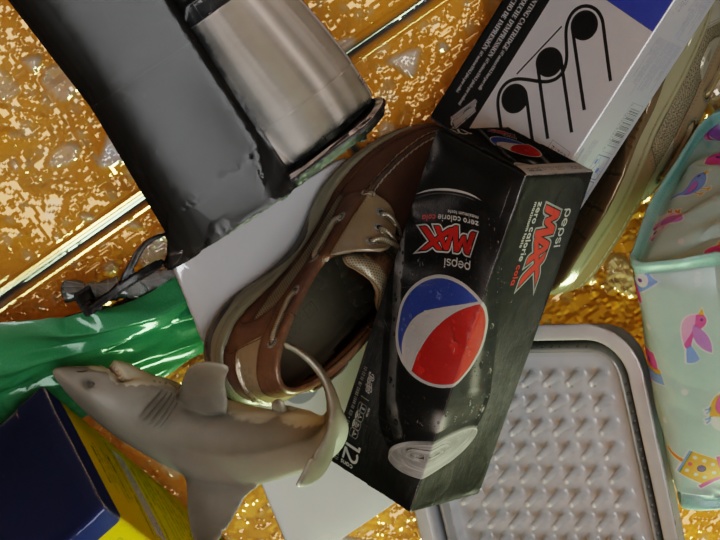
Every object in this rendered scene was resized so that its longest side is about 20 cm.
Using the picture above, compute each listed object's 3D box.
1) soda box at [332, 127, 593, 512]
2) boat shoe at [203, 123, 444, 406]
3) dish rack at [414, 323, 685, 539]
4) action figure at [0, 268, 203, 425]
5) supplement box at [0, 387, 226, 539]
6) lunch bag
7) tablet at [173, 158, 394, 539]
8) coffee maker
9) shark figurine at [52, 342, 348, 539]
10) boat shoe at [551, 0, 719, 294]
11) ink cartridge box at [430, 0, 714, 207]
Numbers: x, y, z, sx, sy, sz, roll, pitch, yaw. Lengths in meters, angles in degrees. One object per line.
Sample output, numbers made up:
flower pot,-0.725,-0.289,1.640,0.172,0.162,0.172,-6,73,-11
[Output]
soda box,0.053,0.026,1.216,0.071,0.063,0.200,-7,120,-52
boat shoe,0.000,0.000,1.246,0.076,0.072,0.200,48,68,-28
dish rack,0.107,0.119,1.288,0.171,0.044,0.200,-3,109,35
action figure,-0.148,0.041,1.258,0.200,0.055,0.118,-23,141,-19
supplement box,-0.140,0.177,1.246,0.109,0.110,0.200,-40,133,3
lunch bag,0.226,0.010,1.250,0.122,0.200,0.171,-2,120,20
tablet,-0.022,0.051,1.289,0.130,0.014,0.200,-31,111,-28
coffee maker,-0.114,-0.112,1.176,0.192,0.135,0.200,-38,100,-19
shark figurine,-0.060,0.101,1.171,0.128,0.214,0.090,34,68,-38
boat shoe,0.159,-0.071,1.283,0.064,0.071,0.200,20,103,-36
ink cartridge box,0.130,-0.140,1.238,0.044,0.094,0.200,12,114,-57
